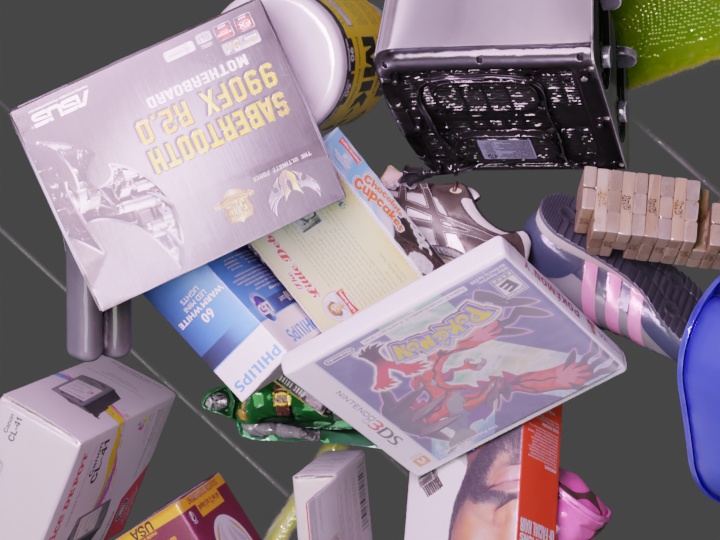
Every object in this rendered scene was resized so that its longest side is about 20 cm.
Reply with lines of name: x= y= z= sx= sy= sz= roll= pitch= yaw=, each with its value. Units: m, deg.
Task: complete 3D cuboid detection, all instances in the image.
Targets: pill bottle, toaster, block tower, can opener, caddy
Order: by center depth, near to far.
can opener: x=-0.205 y=-0.035 z=1.531 sx=0.067 sy=0.053 sz=0.202 roll=10 pitch=102 yaw=47
caddy: x=0.310 y=0.092 z=1.564 sx=0.105 sy=0.141 sz=0.201 roll=19 pitch=128 yaw=49
toaster: x=0.107 y=-0.158 z=1.568 sx=0.198 sy=0.181 sz=0.119 roll=0 pitch=64 yaw=18
block tower: x=0.267 y=-0.036 z=1.583 sx=0.198 sy=0.058 sz=0.054 roll=7 pitch=71 yaw=2
pill bottle: x=-0.039 y=-0.167 z=1.611 sx=0.113 sy=0.200 sz=0.115 roll=3 pitch=99 yaw=17

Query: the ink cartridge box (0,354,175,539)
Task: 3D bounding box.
ink cartridge box: x=-0.250 y=0.167 z=1.726 sx=0.085 sy=0.200 sz=0.148 roll=27 pitch=105 yaw=12

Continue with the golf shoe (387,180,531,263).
golf shoe: x=0.043 y=-0.038 z=1.626 sx=0.199 sy=0.078 sz=0.095 roll=33 pitch=66 yaw=6

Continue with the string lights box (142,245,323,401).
string lights box: x=-0.125 y=0.001 z=1.586 sx=0.059 sy=0.103 sz=0.200 roll=-44 pitch=85 yaw=16

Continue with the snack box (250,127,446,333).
snack box: x=0.000 y=0.000 z=1.578 sx=0.116 sy=0.037 sz=0.200 roll=-32 pitch=101 yaw=38

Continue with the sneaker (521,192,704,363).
sneaker: x=0.210 y=0.025 z=1.646 sx=0.200 sy=0.070 sz=0.082 roll=41 pitch=132 yaw=5

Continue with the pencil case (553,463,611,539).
pencil case: x=0.114 y=0.240 z=1.690 sx=0.200 sy=0.091 sz=0.094 roll=-48 pitch=49 yaw=16

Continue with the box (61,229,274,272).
box: x=-0.136 y=-0.046 z=1.700 sx=0.198 sy=0.122 sz=0.107 roll=-8 pitch=97 yaw=18

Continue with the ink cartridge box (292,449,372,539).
ink cartridge box: x=-0.028 y=0.265 z=1.687 sx=0.043 sy=0.173 sz=0.202 roll=-3 pitch=97 yaw=17

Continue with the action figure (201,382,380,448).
action figure: x=-0.041 y=0.107 z=1.731 sx=0.198 sy=0.055 sz=0.119 roll=-5 pitch=89 yaw=17

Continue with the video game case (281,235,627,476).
video game case: x=0.072 y=0.070 z=1.535 sx=0.199 sy=0.182 sz=0.023 roll=-30 pitch=45 yaw=22

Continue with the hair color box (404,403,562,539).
hair color box: x=0.098 y=0.169 z=1.634 sx=0.110 sy=0.064 sz=0.202 roll=-10 pitch=67 yaw=35

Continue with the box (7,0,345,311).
box: x=-0.132 y=-0.084 z=1.476 sx=0.199 sy=0.048 sz=0.159 roll=-24 pitch=99 yaw=-7

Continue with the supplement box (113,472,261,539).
supplement box: x=-0.118 y=0.289 z=1.751 sx=0.085 sy=0.110 sz=0.201 roll=-33 pitch=88 yaw=18

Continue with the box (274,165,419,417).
box: x=-0.002 y=0.018 z=1.677 sx=0.075 sy=0.050 sz=0.201 roll=33 pitch=88 yaw=9
